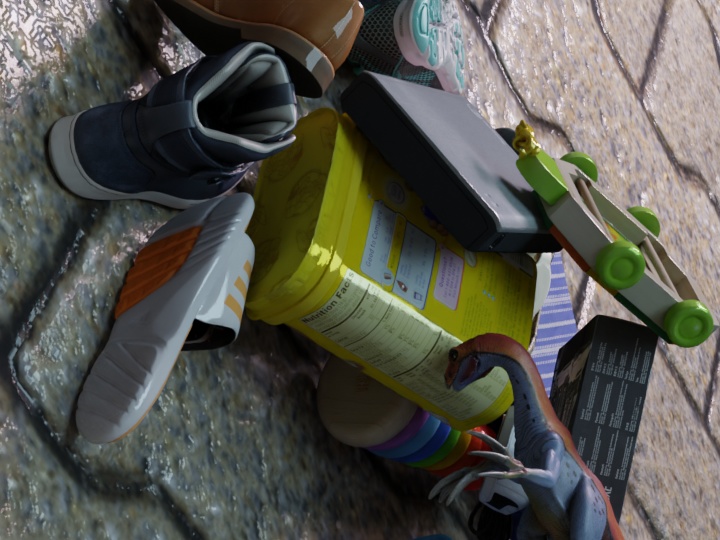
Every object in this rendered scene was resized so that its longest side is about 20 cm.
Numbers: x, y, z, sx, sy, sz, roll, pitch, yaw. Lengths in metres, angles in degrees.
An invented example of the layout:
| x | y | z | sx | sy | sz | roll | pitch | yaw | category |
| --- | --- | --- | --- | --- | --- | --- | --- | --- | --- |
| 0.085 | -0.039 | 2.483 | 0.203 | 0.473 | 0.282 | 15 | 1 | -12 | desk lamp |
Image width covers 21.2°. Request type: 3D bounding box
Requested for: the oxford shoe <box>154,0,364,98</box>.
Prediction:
| x | y | z | sx | sy | sz | roll | pitch | yaw | category |
| --- | --- | --- | --- | --- | --- | --- | --- | --- | --- |
| -0.067 | -0.169 | 1.272 | 0.071 | 0.200 | 0.071 | -52 | 133 | -13 | oxford shoe |

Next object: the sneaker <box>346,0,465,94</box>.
| x | y | z | sx | sy | sz | roll | pitch | yaw | category |
| --- | --- | --- | --- | --- | --- | --- | --- | --- | --- |
| 0.031 | -0.183 | 1.544 | 0.200 | 0.091 | 0.078 | 25 | 63 | -75 | sneaker |

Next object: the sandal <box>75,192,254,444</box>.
| x | y | z | sx | sy | sz | roll | pitch | yaw | category |
| --- | --- | --- | --- | --- | --- | --- | --- | --- | --- |
| -0.116 | 0.038 | 1.207 | 0.059 | 0.079 | 0.207 | 52 | 45 | -32 | sandal |

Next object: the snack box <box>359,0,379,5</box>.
| x | y | z | sx | sy | sz | roll | pitch | yaw | category |
| --- | --- | --- | --- | --- | --- | --- | --- | --- | --- |
| 0.032 | -0.255 | 1.494 | 0.200 | 0.168 | 0.068 | 1 | 72 | -58 | snack box |

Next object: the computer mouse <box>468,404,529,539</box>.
| x | y | z | sx | sy | sz | roll | pitch | yaw | category |
| --- | --- | --- | --- | --- | --- | --- | --- | --- | --- |
| 0.112 | 0.143 | 1.375 | 0.200 | 0.044 | 0.110 | 75 | 35 | -82 | computer mouse |

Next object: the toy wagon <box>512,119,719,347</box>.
| x | y | z | sx | sy | sz | roll | pitch | yaw | category |
| --- | --- | --- | --- | --- | --- | --- | --- | --- | --- |
| 0.168 | -0.028 | 1.329 | 0.200 | 0.040 | 0.155 | 38 | 17 | -23 | toy wagon |

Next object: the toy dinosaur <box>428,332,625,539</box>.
| x | y | z | sx | sy | sz | roll | pitch | yaw | category |
| --- | --- | --- | --- | --- | --- | --- | --- | --- | --- |
| 0.117 | 0.132 | 1.259 | 0.199 | 0.105 | 0.183 | 2 | 85 | -38 | toy dinosaur |

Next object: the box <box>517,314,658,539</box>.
| x | y | z | sx | sy | sz | roll | pitch | yaw | category |
| --- | --- | --- | --- | --- | --- | --- | --- | --- | --- |
| 0.157 | 0.144 | 1.382 | 0.158 | 0.049 | 0.201 | 108 | -4 | -79 | box |

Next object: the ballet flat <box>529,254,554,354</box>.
| x | y | z | sx | sy | sz | roll | pitch | yaw | category |
| --- | --- | --- | --- | --- | --- | --- | --- | --- | --- |
| 0.138 | -0.015 | 1.607 | 0.067 | 0.075 | 0.201 | 14 | 73 | -19 | ballet flat |

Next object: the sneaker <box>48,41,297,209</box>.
| x | y | z | sx | sy | sz | roll | pitch | yaw | category |
| --- | --- | --- | --- | --- | --- | --- | --- | --- | --- |
| -0.085 | -0.093 | 1.248 | 0.202 | 0.146 | 0.077 | -14 | 86 | -61 | sneaker |

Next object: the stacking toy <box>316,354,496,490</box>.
| x | y | z | sx | sy | sz | roll | pitch | yaw | category |
| --- | --- | --- | --- | --- | --- | --- | --- | --- | --- |
| 0.051 | 0.116 | 1.438 | 0.200 | 0.085 | 0.086 | 36 | 47 | -52 | stacking toy |

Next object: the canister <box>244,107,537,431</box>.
| x | y | z | sx | sy | sz | roll | pitch | yaw | category |
| --- | --- | --- | --- | --- | --- | --- | --- | --- | --- |
| 0.023 | 0.004 | 1.301 | 0.200 | 0.086 | 0.149 | 33 | 51 | -30 | canister |

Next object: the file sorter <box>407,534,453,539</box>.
| x | y | z | sx | sy | sz | roll | pitch | yaw | category |
| --- | --- | --- | --- | --- | --- | --- | --- | --- | --- |
| 0.062 | 0.288 | 1.326 | 0.200 | 0.122 | 0.139 | 44 | 42 | -41 | file sorter |

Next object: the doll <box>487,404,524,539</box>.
| x | y | z | sx | sy | sz | roll | pitch | yaw | category |
| --- | --- | --- | --- | --- | --- | --- | --- | --- | --- |
| 0.125 | 0.131 | 1.531 | 0.048 | 0.136 | 0.201 | -8 | 86 | -16 | doll |

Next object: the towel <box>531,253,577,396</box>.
| x | y | z | sx | sy | sz | roll | pitch | yaw | category |
| --- | --- | --- | --- | --- | --- | --- | --- | --- | --- |
| 0.152 | 0.036 | 1.702 | 0.145 | 0.024 | 0.201 | -6 | 83 | -61 | towel |

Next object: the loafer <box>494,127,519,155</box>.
| x | y | z | sx | sy | sz | roll | pitch | yaw | category |
| --- | --- | --- | --- | --- | --- | --- | --- | --- | --- |
| 0.093 | -0.067 | 1.519 | 0.072 | 0.200 | 0.063 | 40 | 81 | -3 | loafer |

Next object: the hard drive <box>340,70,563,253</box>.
| x | y | z | sx | sy | sz | roll | pitch | yaw | category |
| --- | --- | --- | --- | --- | --- | --- | --- | --- | --- |
| 0.072 | -0.070 | 1.322 | 0.140 | 0.033 | 0.200 | 49 | 16 | 14 | hard drive |
